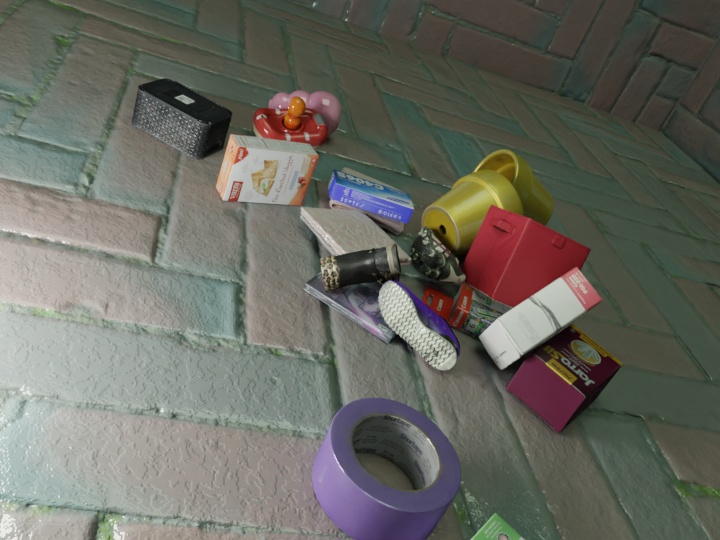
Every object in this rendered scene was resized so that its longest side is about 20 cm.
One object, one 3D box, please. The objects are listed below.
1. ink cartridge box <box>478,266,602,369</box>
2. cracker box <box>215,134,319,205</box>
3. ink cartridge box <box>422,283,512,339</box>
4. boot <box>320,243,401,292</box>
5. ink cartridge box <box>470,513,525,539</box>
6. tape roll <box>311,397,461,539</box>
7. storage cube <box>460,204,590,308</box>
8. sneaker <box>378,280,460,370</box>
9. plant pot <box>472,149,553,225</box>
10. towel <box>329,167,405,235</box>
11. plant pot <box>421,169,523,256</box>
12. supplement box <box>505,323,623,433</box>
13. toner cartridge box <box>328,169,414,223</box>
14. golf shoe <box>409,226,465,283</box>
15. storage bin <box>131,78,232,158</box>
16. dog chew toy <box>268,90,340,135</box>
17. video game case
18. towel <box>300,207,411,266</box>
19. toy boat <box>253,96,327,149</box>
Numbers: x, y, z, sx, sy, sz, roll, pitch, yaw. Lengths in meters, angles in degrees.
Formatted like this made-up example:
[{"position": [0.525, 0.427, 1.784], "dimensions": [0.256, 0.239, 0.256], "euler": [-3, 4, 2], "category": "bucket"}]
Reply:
[{"position": [0.341, 0.095, 1.338], "dimensions": [0.199, 0.146, 0.085], "euler": [-32, 77, -15], "category": "ink cartridge box"}, {"position": [-0.205, -0.218, 1.535], "dimensions": [0.198, 0.135, 0.058], "euler": [0, 38, -34], "category": "cracker box"}, {"position": [0.230, 0.082, 1.461], "dimensions": [0.198, 0.051, 0.109], "euler": [26, 31, 1], "category": "ink cartridge box"}, {"position": [0.000, 0.000, 1.346], "dimensions": [0.149, 0.074, 0.200], "euler": [-11, -5, -2], "category": "boot"}, {"position": [0.197, 0.432, 0.871], "dimensions": [0.200, 0.088, 0.145], "euler": [41, 34, 23], "category": "ink cartridge box"}, {"position": [0.036, 0.283, 0.988], "dimensions": [0.198, 0.086, 0.201], "euler": [17, 32, -11], "category": "tape roll"}, {"position": [0.349, -0.013, 1.497], "dimensions": [0.198, 0.181, 0.171], "euler": [23, 6, -23], "category": "storage cube"}, {"position": [0.117, 0.099, 1.330], "dimensions": [0.201, 0.070, 0.099], "euler": [50, 26, 8], "category": "sneaker"}, {"position": [0.409, -0.191, 1.869], "dimensions": [0.188, 0.201, 0.202], "euler": [27, 27, -27], "category": "plant pot"}, {"position": [0.025, -0.174, 1.728], "dimensions": [0.189, 0.032, 0.201], "euler": [22, 31, -6], "category": "towel"}, {"position": [0.257, -0.121, 1.669], "dimensions": [0.188, 0.202, 0.201], "euler": [-23, 52, -32], "category": "plant pot"}, {"position": [0.395, 0.202, 1.342], "dimensions": [0.131, 0.104, 0.199], "euler": [41, 35, 23], "category": "supplement box"}, {"position": [0.024, -0.176, 1.651], "dimensions": [0.198, 0.044, 0.095], "euler": [16, 26, -14], "category": "toner cartridge box"}, {"position": [0.170, -0.028, 1.568], "dimensions": [0.087, 0.078, 0.201], "euler": [24, 23, -22], "category": "golf shoe"}, {"position": [-0.421, -0.362, 1.645], "dimensions": [0.199, 0.094, 0.135], "euler": [30, 31, 7], "category": "storage bin"}, {"position": [-0.157, -0.444, 1.937], "dimensions": [0.198, 0.126, 0.125], "euler": [8, 33, -11], "category": "dog chew toy"}, {"position": [0.003, 0.056, 1.376], "dimensions": [0.199, 0.019, 0.143], "euler": [32, 32, 11], "category": "video game case"}, {"position": [-0.012, -0.071, 1.513], "dimensions": [0.190, 0.032, 0.200], "euler": [0, 35, -40], "category": "towel"}, {"position": [-0.176, -0.389, 1.793], "dimensions": [0.198, 0.131, 0.131], "euler": [-8, 54, -25], "category": "toy boat"}]
